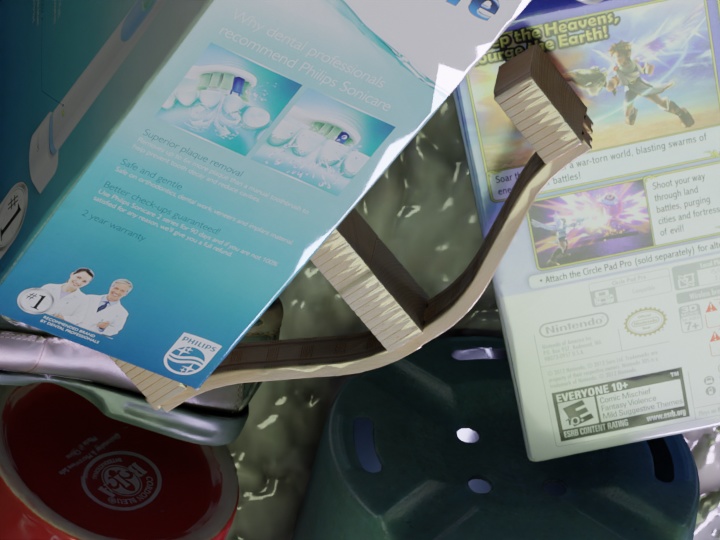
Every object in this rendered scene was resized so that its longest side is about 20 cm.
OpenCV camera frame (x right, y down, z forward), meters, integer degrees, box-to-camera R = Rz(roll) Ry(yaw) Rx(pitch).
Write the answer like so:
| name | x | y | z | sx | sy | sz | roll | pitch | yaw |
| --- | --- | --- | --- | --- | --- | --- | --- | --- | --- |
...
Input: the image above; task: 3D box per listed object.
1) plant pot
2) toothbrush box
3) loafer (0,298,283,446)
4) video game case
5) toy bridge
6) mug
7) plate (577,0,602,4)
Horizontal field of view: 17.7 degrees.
| name | x | y | z | sx | sy | sz | roll | pitch | yaw |
| --- | --- | --- | --- | --- | --- | --- | --- | --- | --- |
| plant pot | 0.047 | 0.146 | 0.945 | 0.199 | 0.200 | 0.197 | 3 | 125 | -10 |
| toothbrush box | -0.038 | -0.087 | 0.727 | 0.085 | 0.147 | 0.200 | 22 | 126 | -26 |
| loafer | -0.120 | 0.009 | 0.874 | 0.200 | 0.072 | 0.063 | 20 | 109 | -33 |
| video game case | 0.141 | -0.034 | 0.841 | 0.199 | 0.045 | 0.182 | -11 | 119 | 3 |
| toy bridge | 0.000 | 0.000 | 0.822 | 0.200 | 0.027 | 0.067 | -32 | 112 | 23 |
| mug | -0.135 | 0.155 | 0.935 | 0.133 | 0.178 | 0.200 | 20 | 124 | -16 |
| plate | 0.028 | -0.203 | 0.618 | 0.032 | 0.200 | 0.200 | -3 | 147 | 48 |
